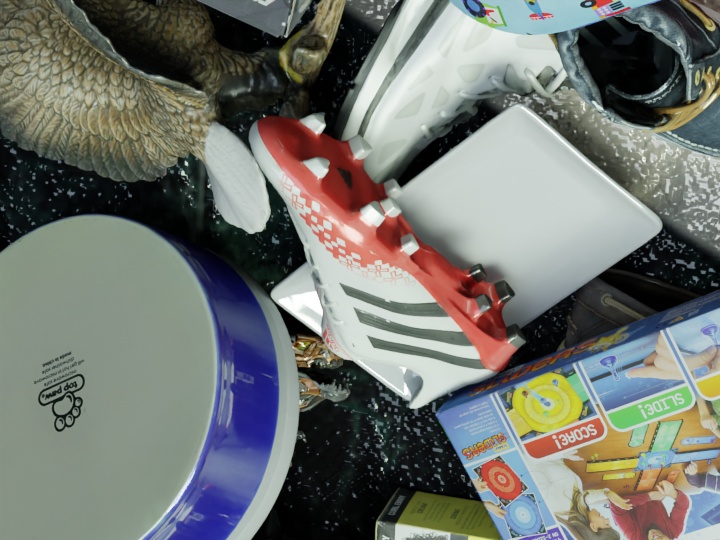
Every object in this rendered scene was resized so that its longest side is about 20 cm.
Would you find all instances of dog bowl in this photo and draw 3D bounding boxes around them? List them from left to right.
[{"bbox_3d":[-0.136,0.074,1.260,0.199,0.079,0.202,-10,71,29],"label":"dog bowl"}]

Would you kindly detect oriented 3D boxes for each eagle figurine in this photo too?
[{"bbox_3d":[-0.116,-0.115,1.207,0.198,0.151,0.153,9,108,-10],"label":"eagle figurine"}]

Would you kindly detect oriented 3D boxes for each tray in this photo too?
[{"bbox_3d":[0.053,-0.010,1.229,0.107,0.022,0.200,38,130,-19],"label":"tray"}]

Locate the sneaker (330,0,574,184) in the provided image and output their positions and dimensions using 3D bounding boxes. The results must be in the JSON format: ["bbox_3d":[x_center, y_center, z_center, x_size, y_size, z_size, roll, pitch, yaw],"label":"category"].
[{"bbox_3d":[0.064,-0.095,1.193,0.115,0.076,0.201,30,113,7],"label":"sneaker"}]

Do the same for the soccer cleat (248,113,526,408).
[{"bbox_3d":[0.000,0.000,1.180,0.085,0.069,0.200,-34,128,20],"label":"soccer cleat"}]

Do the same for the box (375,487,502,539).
[{"bbox_3d":[0.108,0.175,1.291,0.198,0.050,0.076,9,111,14],"label":"box"}]

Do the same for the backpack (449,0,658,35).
[{"bbox_3d":[0.075,-0.209,0.988,0.181,0.134,0.202,-17,79,17],"label":"backpack"}]

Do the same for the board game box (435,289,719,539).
[{"bbox_3d":[0.151,0.094,1.185,0.199,0.034,0.136,-22,100,33],"label":"board game box"}]

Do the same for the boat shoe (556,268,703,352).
[{"bbox_3d":[0.198,0.043,1.203,0.198,0.075,0.074,10,112,13],"label":"boat shoe"}]

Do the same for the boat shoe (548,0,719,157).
[{"bbox_3d":[0.142,-0.090,1.113,0.071,0.091,0.200,-38,132,20],"label":"boat shoe"}]

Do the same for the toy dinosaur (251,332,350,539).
[{"bbox_3d":[-0.091,0.106,1.320,0.199,0.102,0.137,-30,76,39],"label":"toy dinosaur"}]

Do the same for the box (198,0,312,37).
[{"bbox_3d":[-0.088,-0.214,1.151,0.199,0.162,0.049,24,137,6],"label":"box"}]
